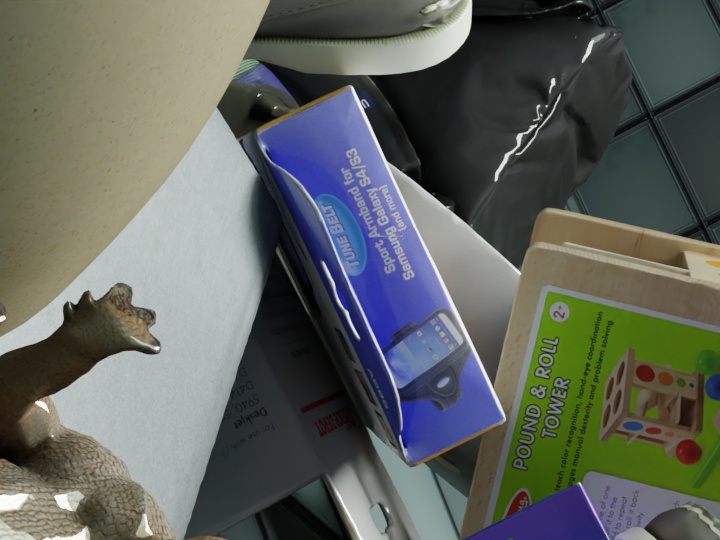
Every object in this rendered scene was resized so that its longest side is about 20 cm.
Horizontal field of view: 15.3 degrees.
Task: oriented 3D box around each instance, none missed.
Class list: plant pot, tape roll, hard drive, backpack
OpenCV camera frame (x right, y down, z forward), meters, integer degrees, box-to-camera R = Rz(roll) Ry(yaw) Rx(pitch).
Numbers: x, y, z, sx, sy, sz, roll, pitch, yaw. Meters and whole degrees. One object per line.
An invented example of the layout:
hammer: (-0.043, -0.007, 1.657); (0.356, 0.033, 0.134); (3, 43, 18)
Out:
plant pot: (-0.111, -0.059, 0.596); (0.200, 0.199, 0.135); (-95, -169, -67)
tape roll: (0.024, 0.025, 1.130); (0.202, 0.071, 0.202); (40, -6, 5)
hard drive: (-0.085, 0.006, 0.742); (0.140, 0.033, 0.201); (58, 31, -33)
backpack: (0.013, -0.081, 1.303); (0.199, 0.167, 0.127); (24, -31, 29)

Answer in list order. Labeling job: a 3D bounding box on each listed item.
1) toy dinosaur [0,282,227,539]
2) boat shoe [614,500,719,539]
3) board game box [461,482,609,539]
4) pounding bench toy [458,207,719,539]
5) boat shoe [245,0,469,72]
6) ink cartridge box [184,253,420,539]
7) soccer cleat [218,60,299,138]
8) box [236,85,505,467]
toy dinosaur: (-0.090, 0.073, 0.565); (0.199, 0.136, 0.086); (12, 41, -39)
boat shoe: (0.157, 0.145, 0.836); (0.202, 0.060, 0.072); (51, -4, -9)
board game box: (0.016, 0.116, 0.796); (0.045, 0.134, 0.200); (63, 2, 8)
pounding bench toy: (0.101, 0.092, 0.974); (0.156, 0.124, 0.201); (-50, 153, -82)
boat shoe: (-0.061, -0.100, 0.845); (0.060, 0.200, 0.072); (98, -16, -48)
ink cartridge box: (-0.057, 0.028, 0.924); (0.201, 0.066, 0.116); (63, 8, 3)
soccer cleat: (-0.093, -0.094, 1.154); (0.084, 0.065, 0.200); (33, -5, 35)
box: (0.000, 0.000, 0.918); (0.120, 0.041, 0.200); (65, -6, -4)
